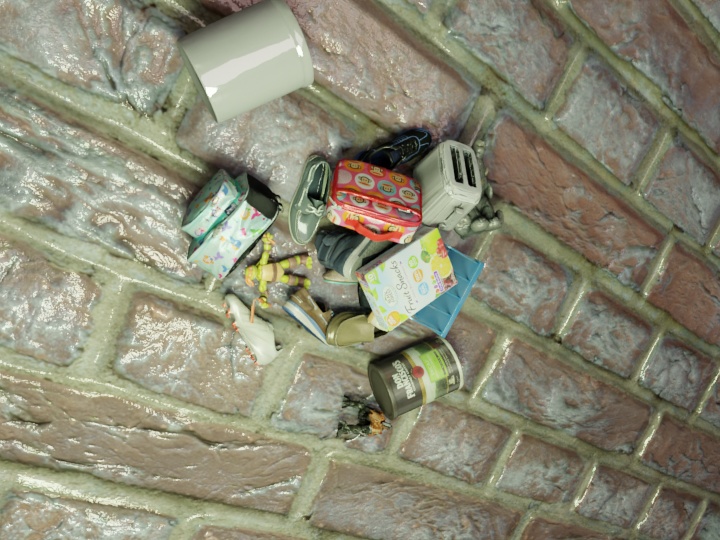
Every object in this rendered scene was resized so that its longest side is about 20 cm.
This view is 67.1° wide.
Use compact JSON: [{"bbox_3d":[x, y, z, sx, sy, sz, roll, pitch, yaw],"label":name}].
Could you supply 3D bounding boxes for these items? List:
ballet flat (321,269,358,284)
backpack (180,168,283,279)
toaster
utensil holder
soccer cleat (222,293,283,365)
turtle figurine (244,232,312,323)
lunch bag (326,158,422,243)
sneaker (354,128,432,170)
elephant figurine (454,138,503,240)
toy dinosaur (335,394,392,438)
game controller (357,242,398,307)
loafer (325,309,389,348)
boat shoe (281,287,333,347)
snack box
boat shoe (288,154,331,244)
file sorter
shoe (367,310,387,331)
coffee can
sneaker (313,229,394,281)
[{"bbox_3d":[0.000,0.000,1.278,0.199,0.068,0.068,6,99,-35],"label":"ballet flat"},{"bbox_3d":[-0.265,-0.090,1.069,0.150,0.178,0.201,31,102,-25],"label":"backpack"},{"bbox_3d":[0.191,-0.197,1.208,0.113,0.129,0.201,13,60,-26],"label":"toaster"},{"bbox_3d":[-0.213,-0.388,1.009,0.199,0.170,0.171,-28,115,-10],"label":"utensil holder"},{"bbox_3d":[-0.239,0.123,1.209,0.077,0.069,0.201,-32,123,-17],"label":"soccer cleat"},{"bbox_3d":[-0.189,0.013,1.193,0.160,0.064,0.202,1,91,-34],"label":"turtle figurine"},{"bbox_3d":[0.028,-0.135,1.126,0.199,0.177,0.082,14,139,-11],"label":"lunch bag"},{"bbox_3d":[0.086,-0.265,1.223,0.199,0.078,0.071,-27,114,-14],"label":"sneaker"},{"bbox_3d":[0.266,-0.189,1.305,0.141,0.154,0.202,-4,80,-57],"label":"elephant figurine"},{"bbox_3d":[0.016,0.365,1.345,0.135,0.103,0.201,13,134,1],"label":"toy dinosaur"},{"bbox_3d":[0.061,-0.002,1.239,0.200,0.042,0.105,-45,159,-28],"label":"game controller"},{"bbox_3d":[0.000,0.133,1.273,0.199,0.067,0.077,-15,111,-47],"label":"loafer"},{"bbox_3d":[-0.097,0.109,1.239,0.073,0.072,0.200,-53,143,-12],"label":"boat shoe"},{"bbox_3d":[0.103,0.015,1.170,0.199,0.053,0.143,-32,111,-19],"label":"snack box"},{"bbox_3d":[-0.108,-0.150,1.182,0.072,0.062,0.201,10,101,-26],"label":"boat shoe"},{"bbox_3d":[0.174,0.031,1.317,0.122,0.139,0.201,26,94,-27],"label":"file sorter"},{"bbox_3d":[0.092,0.050,1.250,0.201,0.053,0.070,-55,162,-8],"label":"shoe"},{"bbox_3d":[0.136,0.268,1.368,0.199,0.146,0.147,-20,112,-18],"label":"coffee can"},{"bbox_3d":[-0.012,-0.076,1.213,0.202,0.146,0.077,-45,137,-26],"label":"sneaker"}]
